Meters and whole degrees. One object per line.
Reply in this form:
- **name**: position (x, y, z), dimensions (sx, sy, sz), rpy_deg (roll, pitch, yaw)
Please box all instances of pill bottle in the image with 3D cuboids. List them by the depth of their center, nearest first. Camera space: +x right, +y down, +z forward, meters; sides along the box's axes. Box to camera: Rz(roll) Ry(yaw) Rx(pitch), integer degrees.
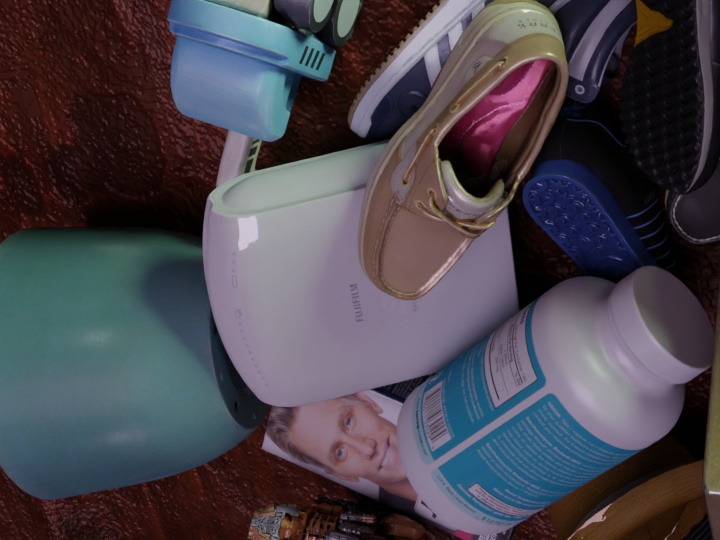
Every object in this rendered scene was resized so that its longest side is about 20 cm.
- **pill bottle**: position (0.121, 0.077, 0.828), dimensions (0.111, 0.111, 0.200), rpy_deg (46, 129, -6)

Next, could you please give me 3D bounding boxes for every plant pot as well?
- **plant pot**: position (-0.156, 0.060, 0.968), dimensions (0.161, 0.201, 0.201), rpy_deg (-6, 115, 17)

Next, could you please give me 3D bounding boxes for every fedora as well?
- **fedora**: position (0.183, 0.161, 0.915), dimensions (0.201, 0.200, 0.082), rpy_deg (-57, 48, 36)

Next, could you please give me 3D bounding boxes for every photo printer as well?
- **photo printer**: position (0.000, 0.000, 0.877), dimensions (0.200, 0.069, 0.167), rpy_deg (-13, 122, -5)

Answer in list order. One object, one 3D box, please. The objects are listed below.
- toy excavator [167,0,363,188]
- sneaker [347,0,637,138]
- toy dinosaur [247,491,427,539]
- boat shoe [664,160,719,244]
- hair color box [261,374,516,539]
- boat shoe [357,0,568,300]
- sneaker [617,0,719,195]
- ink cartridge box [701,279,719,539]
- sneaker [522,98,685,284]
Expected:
- **toy excavator**: position (-0.074, -0.110, 0.877), dimensions (0.100, 0.194, 0.200), rpy_deg (20, 96, 12)
- **sneaker**: position (0.084, -0.123, 0.827), dimensions (0.108, 0.070, 0.200), rpy_deg (45, 123, -3)
- **toy dinosaur**: position (0.014, 0.219, 1.000), dimensions (0.200, 0.102, 0.136), rpy_deg (34, 161, 1)
- **boat shoe**: position (0.257, -0.072, 0.780), dimensions (0.201, 0.066, 0.072), rpy_deg (-34, 101, 35)
- **hair color box**: position (0.034, 0.122, 0.995), dimensions (0.200, 0.061, 0.100), rpy_deg (22, 124, 12)
- **boat shoe**: position (0.057, -0.058, 0.772), dimensions (0.074, 0.069, 0.200), rpy_deg (15, 120, -20)
- **sneaker**: position (0.201, -0.139, 0.757), dimensions (0.070, 0.090, 0.200), rpy_deg (38, 143, 50)
- **ink cartridge box**: position (0.244, 0.073, 0.759), dimensions (0.075, 0.200, 0.165), rpy_deg (0, 146, 22)
- **sneaker**: position (0.169, -0.022, 0.851), dimensions (0.070, 0.078, 0.200), rpy_deg (-3, 139, 35)
